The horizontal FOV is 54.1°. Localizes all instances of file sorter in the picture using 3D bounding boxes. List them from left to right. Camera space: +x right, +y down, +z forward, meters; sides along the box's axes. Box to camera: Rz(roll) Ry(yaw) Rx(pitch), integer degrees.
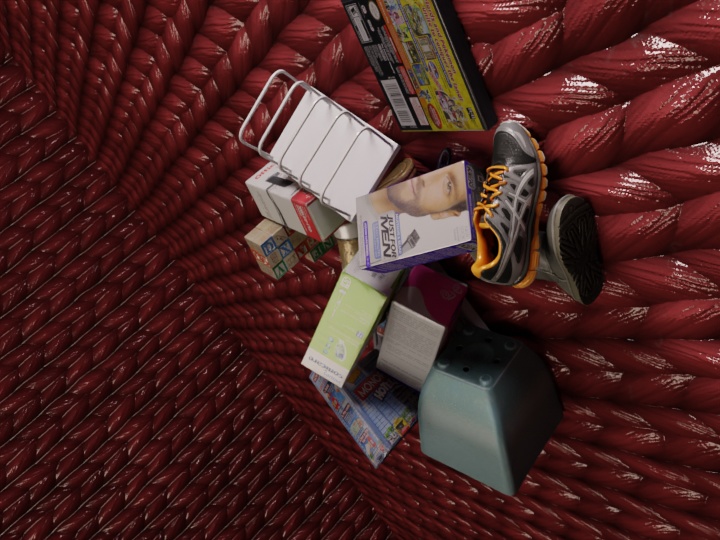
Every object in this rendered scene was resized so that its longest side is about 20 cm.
[{"bbox_3d":[-0.069,-0.196,1.081,0.199,0.140,0.124,38,-171,25],"label":"file sorter"}]

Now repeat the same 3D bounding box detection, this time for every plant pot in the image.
[{"bbox_3d":[0.212,0.213,1.199,0.193,0.196,0.203,18,139,37],"label":"plant pot"}]

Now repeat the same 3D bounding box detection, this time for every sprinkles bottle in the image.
[{"bbox_3d":[0.000,0.000,1.262,0.068,0.067,0.204,18,125,52],"label":"sprinkles bottle"}]

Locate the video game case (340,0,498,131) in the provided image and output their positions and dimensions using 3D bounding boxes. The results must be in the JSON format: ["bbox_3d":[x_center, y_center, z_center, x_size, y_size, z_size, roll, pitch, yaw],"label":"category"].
[{"bbox_3d":[0.072,-0.269,0.897,0.180,0.025,0.202,16,141,55],"label":"video game case"}]

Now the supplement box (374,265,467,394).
[{"bbox_3d":[0.101,0.102,1.208,0.102,0.102,0.202,26,141,15],"label":"supplement box"}]

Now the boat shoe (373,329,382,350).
[{"bbox_3d":[0.058,0.118,1.432,0.055,0.204,0.069,5,152,-14],"label":"boat shoe"}]

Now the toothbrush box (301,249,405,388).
[{"bbox_3d":[-0.007,0.067,1.171,0.085,0.146,0.202,29,120,5],"label":"toothbrush box"}]

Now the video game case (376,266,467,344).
[{"bbox_3d":[0.107,0.073,1.279,0.141,0.017,0.202,25,134,16],"label":"video game case"}]

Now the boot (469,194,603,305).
[{"bbox_3d":[0.220,-0.046,0.946,0.199,0.072,0.184,35,154,48],"label":"boot"}]

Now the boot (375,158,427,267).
[{"bbox_3d":[0.088,-0.087,1.133,0.154,0.074,0.200,41,158,-2],"label":"boot"}]

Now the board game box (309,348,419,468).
[{"bbox_3d":[0.017,0.216,1.266,0.199,0.199,0.062,40,129,13],"label":"board game box"}]

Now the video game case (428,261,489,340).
[{"bbox_3d":[0.142,0.059,1.322,0.201,0.023,0.181,52,159,-9],"label":"video game case"}]

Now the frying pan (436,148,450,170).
[{"bbox_3d":[0.127,-0.086,1.062,0.113,0.031,0.191,22,135,-14],"label":"frying pan"}]

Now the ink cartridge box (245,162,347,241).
[{"bbox_3d":[-0.089,-0.148,1.252,0.198,0.144,0.085,22,147,47],"label":"ink cartridge box"}]

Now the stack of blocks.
[{"bbox_3d":[-0.113,-0.075,1.346,0.058,0.200,0.116,24,148,44],"label":"stack of blocks"}]

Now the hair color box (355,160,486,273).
[{"bbox_3d":[0.085,-0.070,0.991,0.197,0.064,0.112,-14,74,39],"label":"hair color box"}]

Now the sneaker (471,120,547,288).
[{"bbox_3d":[0.175,-0.079,0.855,0.078,0.076,0.205,-176,85,-67],"label":"sneaker"}]
